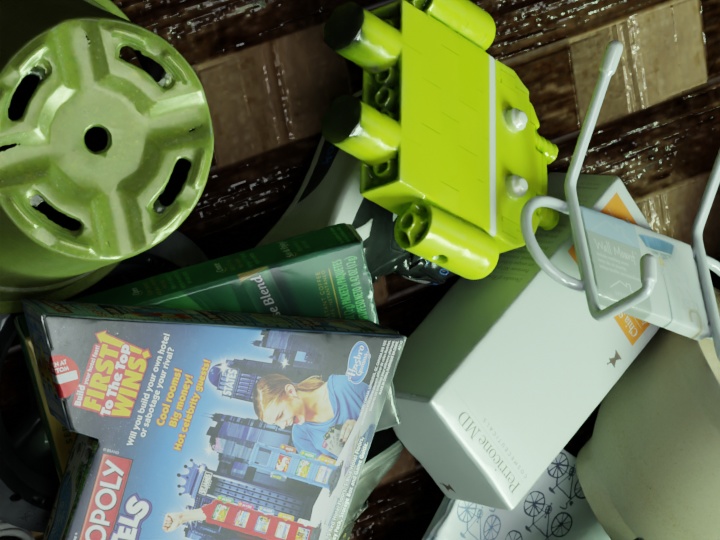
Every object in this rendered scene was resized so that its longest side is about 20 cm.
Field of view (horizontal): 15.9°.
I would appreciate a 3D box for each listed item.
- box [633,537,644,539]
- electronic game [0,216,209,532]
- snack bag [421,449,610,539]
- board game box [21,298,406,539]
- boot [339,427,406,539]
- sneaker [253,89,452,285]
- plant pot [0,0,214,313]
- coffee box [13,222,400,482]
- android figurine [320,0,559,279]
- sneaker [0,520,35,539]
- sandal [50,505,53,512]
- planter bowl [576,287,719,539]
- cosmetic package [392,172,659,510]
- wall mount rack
[{"bbox_3d":[0.138,0.275,1.662,0.200,0.044,0.160,-33,133,9],"label":"box"},{"bbox_3d":[-0.161,0.061,1.523,0.200,0.042,0.200,-15,116,-33],"label":"electronic game"},{"bbox_3d":[0.096,0.210,1.693,0.189,0.021,0.200,38,76,-41],"label":"snack bag"},{"bbox_3d":[-0.103,0.097,1.398,0.200,0.062,0.200,19,90,-19],"label":"board game box"},{"bbox_3d":[-0.027,0.204,1.629,0.200,0.069,0.174,-40,127,-22],"label":"boot"},{"bbox_3d":[0.000,0.000,1.556,0.112,0.073,0.200,39,76,-33],"label":"sneaker"},{"bbox_3d":[-0.166,-0.070,1.361,0.200,0.190,0.200,-1,94,-22],"label":"plant pot"},{"bbox_3d":[-0.085,0.058,1.465,0.200,0.044,0.123,-15,111,-10],"label":"coffee box"},{"bbox_3d":[0.054,-0.082,1.539,0.200,0.041,0.182,28,54,-42],"label":"android figurine"},{"bbox_3d":[-0.270,0.213,1.498,0.200,0.079,0.074,-29,121,-15],"label":"sneaker"},{"bbox_3d":[-0.091,0.122,1.534,0.201,0.057,0.080,-34,125,-22],"label":"sandal"},{"bbox_3d":[0.227,0.128,1.683,0.135,0.200,0.200,-40,125,20],"label":"planter bowl"},{"bbox_3d":[0.107,0.042,1.612,0.200,0.071,0.101,-49,119,-22],"label":"cosmetic package"},{"bbox_3d":[0.188,-0.037,1.581,0.200,0.174,0.075,19,141,-37],"label":"wall mount rack"}]
